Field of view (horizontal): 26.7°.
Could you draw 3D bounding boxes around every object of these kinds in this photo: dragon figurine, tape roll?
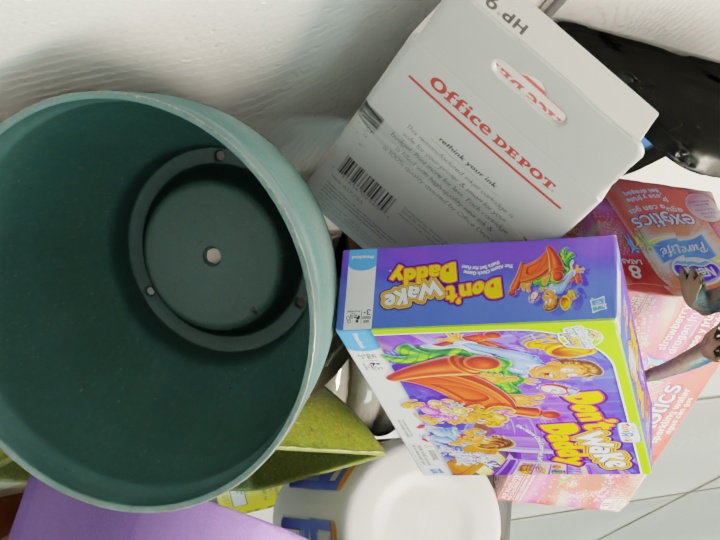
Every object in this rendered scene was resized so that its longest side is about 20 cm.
[{"bbox_3d":[0.228,0.014,0.809,0.099,0.059,0.201,4,137,-26],"label":"dragon figurine"},{"bbox_3d":[-0.112,0.181,0.909,0.198,0.066,0.200,14,160,5],"label":"tape roll"}]

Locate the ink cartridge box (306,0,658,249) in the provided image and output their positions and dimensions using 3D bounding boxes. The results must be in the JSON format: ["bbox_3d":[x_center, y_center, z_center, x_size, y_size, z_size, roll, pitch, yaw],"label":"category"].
[{"bbox_3d":[0.062,-0.066,0.743,0.068,0.116,0.200,-51,-179,-32],"label":"ink cartridge box"}]

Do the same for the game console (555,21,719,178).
[{"bbox_3d":[0.163,-0.060,0.853,0.199,0.176,0.117,4,125,-42],"label":"game console"}]

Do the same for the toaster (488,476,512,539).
[{"bbox_3d":[0.039,0.174,1.314,0.179,0.120,0.200,1,161,11],"label":"toaster"}]

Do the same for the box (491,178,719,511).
[{"bbox_3d":[0.150,0.050,0.947,0.094,0.103,0.201,7,135,-16],"label":"box"}]

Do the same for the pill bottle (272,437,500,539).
[{"bbox_3d":[0.007,0.171,1.032,0.111,0.113,0.200,-7,175,-20],"label":"pill bottle"}]

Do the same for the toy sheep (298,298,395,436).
[{"bbox_3d":[-0.004,0.051,1.002,0.198,0.139,0.138,4,155,-17],"label":"toy sheep"}]

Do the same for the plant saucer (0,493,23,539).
[{"bbox_3d":[-0.308,0.170,1.058,0.198,0.033,0.201,-4,-155,2],"label":"plant saucer"}]

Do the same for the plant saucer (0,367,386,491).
[{"bbox_3d":[-0.115,0.096,0.914,0.198,0.048,0.200,7,163,-26],"label":"plant saucer"}]

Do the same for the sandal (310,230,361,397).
[{"bbox_3d":[0.000,0.000,0.891,0.200,0.054,0.082,-46,161,-31],"label":"sandal"}]

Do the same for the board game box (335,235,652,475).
[{"bbox_3d":[0.078,0.052,0.793,0.133,0.045,0.200,-3,152,15],"label":"board game box"}]

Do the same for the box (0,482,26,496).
[{"bbox_3d":[-0.273,0.105,1.015,0.198,0.096,0.078,-9,160,-9],"label":"box"}]

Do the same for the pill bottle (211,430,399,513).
[{"bbox_3d":[-0.048,0.120,1.178,0.198,0.113,0.113,-13,160,-4],"label":"pill bottle"}]

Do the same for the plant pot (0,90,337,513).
[{"bbox_3d":[-0.094,0.004,0.766,0.199,0.202,0.134,-22,-176,22],"label":"plant pot"}]
